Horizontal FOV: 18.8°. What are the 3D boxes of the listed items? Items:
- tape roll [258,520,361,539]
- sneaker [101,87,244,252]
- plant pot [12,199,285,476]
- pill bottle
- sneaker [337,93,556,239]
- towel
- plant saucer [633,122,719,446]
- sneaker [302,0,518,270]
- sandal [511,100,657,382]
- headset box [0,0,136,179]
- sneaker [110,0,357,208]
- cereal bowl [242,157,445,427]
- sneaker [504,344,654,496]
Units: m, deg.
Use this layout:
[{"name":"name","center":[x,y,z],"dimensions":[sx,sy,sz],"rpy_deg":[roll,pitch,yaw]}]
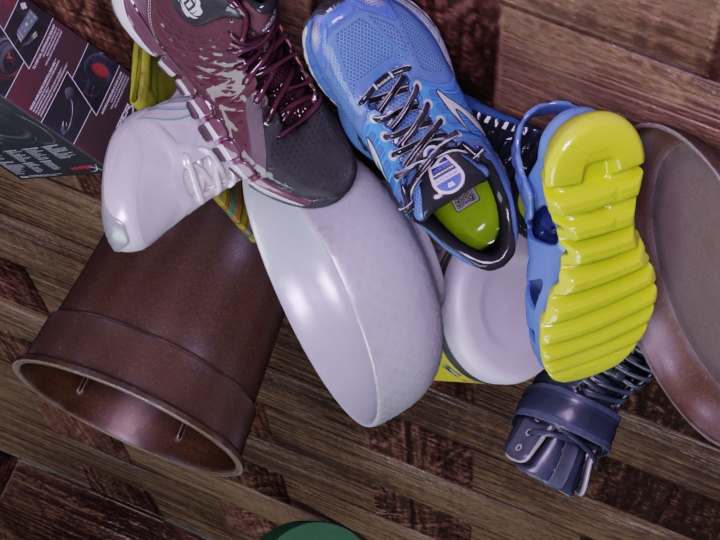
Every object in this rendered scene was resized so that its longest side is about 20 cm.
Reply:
[{"name":"tape roll","center":[-0.065,0.423,2.800],"dimensions":[0.200,0.202,0.048],"rpy_deg":[32,162,-25]},{"name":"sneaker","center":[-0.098,-0.080,1.385],"dimensions":[0.080,0.201,0.071],"rpy_deg":[8,129,24]},{"name":"plant pot","center":[-0.144,0.030,1.728],"dimensions":[0.199,0.199,0.200],"rpy_deg":[22,164,7]},{"name":"pill bottle","center":[0.050,0.023,1.589],"dimensions":[0.112,0.113,0.199],"rpy_deg":[34,161,-31]},{"name":"sneaker","center":[0.075,-0.075,1.369],"dimensions":[0.199,0.066,0.078],"rpy_deg":[24,-169,-19]},{"name":"towel","center":[-0.105,-0.100,1.486],"dimensions":[0.018,0.087,0.200],"rpy_deg":[-10,151,18]},{"name":"plant saucer","center":[0.205,0.006,1.284],"dimensions":[0.200,0.032,0.202],"rpy_deg":[161,90,-73]},{"name":"sneaker","center":[0.039,-0.081,1.262],"dimensions":[0.200,0.078,0.089],"rpy_deg":[52,-175,-28]},{"name":"sandal","center":[0.130,-0.023,1.317],"dimensions":[0.087,0.079,0.201],"rpy_deg":[-124,27,-51]},{"name":"headset box","center":[-0.274,-0.149,1.577],"dimensions":[0.199,0.075,0.148],"rpy_deg":[34,160,-31]},{"name":"sneaker","center":[-0.061,-0.124,1.314],"dimensions":[0.200,0.076,0.115],"rpy_deg":[45,152,-12]},{"name":"cereal bowl","center":[0.000,0.000,1.463],"dimensions":[0.201,0.083,0.201],"rpy_deg":[59,165,26]},{"name":"sneaker","center":[0.179,0.088,1.554],"dimensions":[0.077,0.147,0.202],"rpy_deg":[31,161,-17]}]
